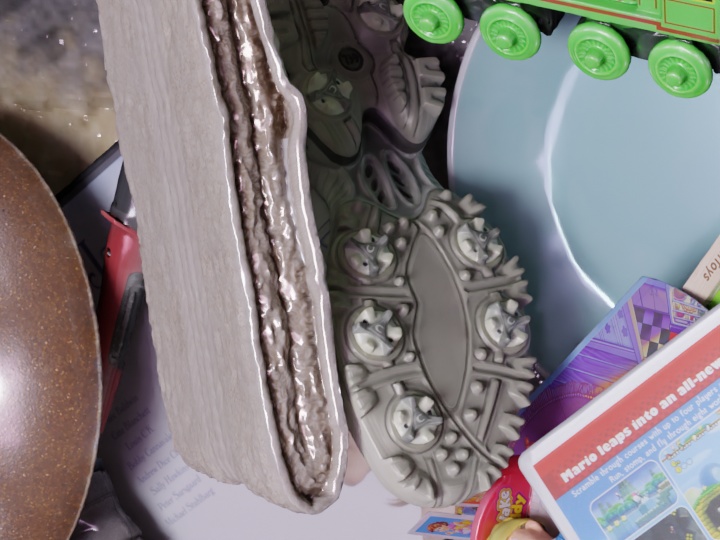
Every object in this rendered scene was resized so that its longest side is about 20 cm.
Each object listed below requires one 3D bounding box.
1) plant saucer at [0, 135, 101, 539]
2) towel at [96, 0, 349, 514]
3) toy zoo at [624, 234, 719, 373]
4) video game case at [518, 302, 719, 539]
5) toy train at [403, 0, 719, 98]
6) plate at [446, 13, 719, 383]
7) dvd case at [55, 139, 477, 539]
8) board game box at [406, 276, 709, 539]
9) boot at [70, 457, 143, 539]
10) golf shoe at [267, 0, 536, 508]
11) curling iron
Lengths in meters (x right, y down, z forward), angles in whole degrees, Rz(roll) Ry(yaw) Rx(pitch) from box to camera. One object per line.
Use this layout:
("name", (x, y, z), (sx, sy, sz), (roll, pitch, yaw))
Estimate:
("plant saucer", (-0.178, 0.039, 1.015), (0.200, 0.037, 0.201), (4, 96, 44))
("towel", (-0.049, -0.022, 0.892), (0.132, 0.034, 0.201), (-172, 72, -70))
("toy zoo", (0.174, 0.064, 0.805), (0.200, 0.020, 0.131), (53, 137, 24))
("video game case", (0.153, 0.100, 0.769), (0.143, 0.017, 0.200), (-39, 75, 26))
("toy train", (0.099, -0.088, 0.840), (0.199, 0.042, 0.057), (15, 138, 23))
("plate", (0.124, -0.033, 0.889), (0.199, 0.026, 0.201), (8, 108, 25))
("dvd case", (-0.054, 0.046, 1.007), (0.143, 0.018, 0.200), (-38, 85, 31))
("board game box", (0.072, 0.103, 0.865), (0.200, 0.039, 0.158), (-52, 47, 46))
("boot", (-0.124, 0.173, 1.056), (0.132, 0.070, 0.200), (48, 119, 13))
("golf shoe", (0.000, 0.000, 0.915), (0.097, 0.078, 0.201), (-49, 48, 51))
("curling iron", (-0.094, -0.016, 0.983), (0.049, 0.026, 0.201), (29, 114, 20))
